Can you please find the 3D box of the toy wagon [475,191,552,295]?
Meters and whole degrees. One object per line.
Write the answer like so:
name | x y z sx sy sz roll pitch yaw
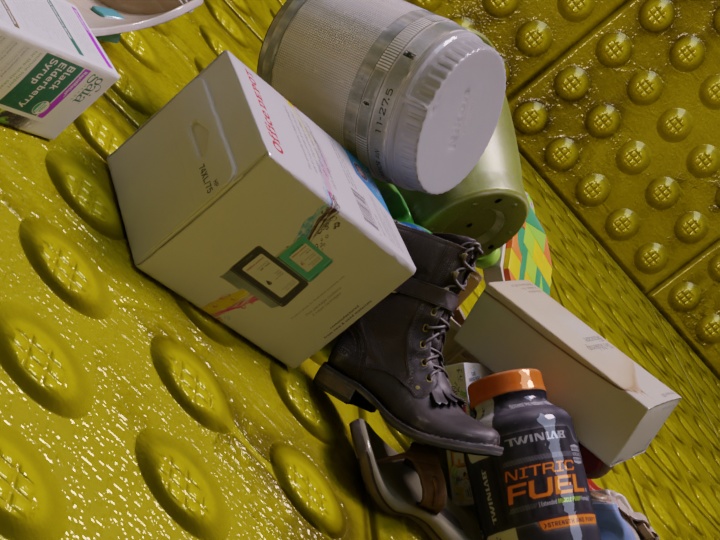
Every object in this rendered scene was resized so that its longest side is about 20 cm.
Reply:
toy wagon | 0.176 -0.020 1.585 0.155 0.039 0.201 54 37 -43

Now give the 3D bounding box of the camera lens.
camera lens | 0.015 -0.176 1.325 0.199 0.161 0.160 28 3 27

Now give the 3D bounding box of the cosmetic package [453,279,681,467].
cosmetic package | 0.200 0.095 1.376 0.200 0.073 0.103 38 19 23

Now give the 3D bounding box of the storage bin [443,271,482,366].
storage bin | 0.088 0.058 1.554 0.198 0.094 0.200 38 19 -40

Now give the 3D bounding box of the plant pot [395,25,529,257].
plant pot | 0.083 -0.116 1.480 0.200 0.200 0.194 30 34 -54

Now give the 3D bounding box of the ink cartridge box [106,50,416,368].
ink cartridge box | -0.084 -0.048 1.184 0.200 0.146 0.147 37 20 -42

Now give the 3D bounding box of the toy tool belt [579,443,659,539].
toy tool belt | 0.219 0.260 1.353 0.123 0.124 0.201 -14 100 -66

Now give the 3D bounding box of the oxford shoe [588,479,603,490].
oxford shoe | 0.227 0.244 1.622 0.200 0.071 0.073 49 -14 3

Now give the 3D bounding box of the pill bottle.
pill bottle | 0.152 0.193 1.282 0.106 0.106 0.201 23 51 -61

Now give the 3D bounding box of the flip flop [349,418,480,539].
flip flop | 0.054 0.183 1.218 0.200 0.057 0.081 44 20 -36

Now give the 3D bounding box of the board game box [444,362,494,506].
board game box | 0.152 0.164 1.421 0.200 0.034 0.135 7 72 -53

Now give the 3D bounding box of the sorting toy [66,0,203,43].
sorting toy | -0.267 -0.279 1.303 0.200 0.107 0.180 49 22 -9

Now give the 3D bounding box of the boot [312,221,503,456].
boot | 0.061 0.052 1.211 0.199 0.175 0.069 25 -1 23

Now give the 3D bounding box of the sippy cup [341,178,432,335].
sippy cup | 0.000 0.000 1.340 0.130 0.140 0.178 30 24 -51

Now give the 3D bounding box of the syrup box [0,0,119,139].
syrup box | -0.272 -0.167 1.036 0.082 0.079 0.200 56 15 20
